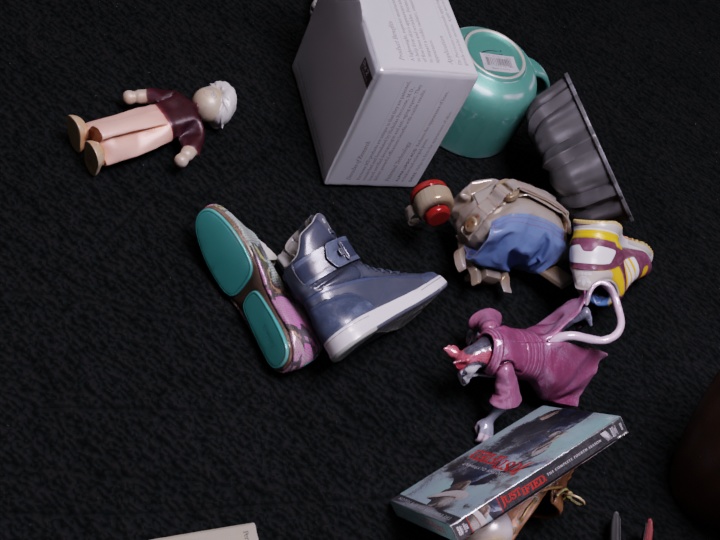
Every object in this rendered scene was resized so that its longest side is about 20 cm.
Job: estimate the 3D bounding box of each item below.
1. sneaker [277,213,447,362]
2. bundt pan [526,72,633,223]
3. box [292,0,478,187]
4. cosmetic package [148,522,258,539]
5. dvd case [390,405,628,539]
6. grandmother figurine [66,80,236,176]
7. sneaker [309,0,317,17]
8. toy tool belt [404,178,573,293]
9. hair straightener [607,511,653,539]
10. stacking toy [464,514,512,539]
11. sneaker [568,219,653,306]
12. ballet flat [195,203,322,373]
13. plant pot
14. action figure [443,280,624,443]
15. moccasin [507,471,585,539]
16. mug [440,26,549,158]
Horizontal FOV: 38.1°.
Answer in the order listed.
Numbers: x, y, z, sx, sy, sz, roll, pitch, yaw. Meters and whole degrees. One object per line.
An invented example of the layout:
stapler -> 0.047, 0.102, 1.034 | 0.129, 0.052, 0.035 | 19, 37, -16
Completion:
sneaker -> 0.001, -0.001, 1.118 | 0.201, 0.077, 0.147 | -21, 71, -51
bundt pan -> 0.266, -0.139, 1.300 | 0.075, 0.202, 0.204 | -25, 59, 14
box -> 0.021, -0.239, 1.244 | 0.129, 0.201, 0.201 | 0, 56, -24
cosmetic package -> -0.176, 0.284, 0.864 | 0.197, 0.071, 0.106 | -5, 58, -25
dvd case -> 0.138, 0.188, 0.994 | 0.198, 0.146, 0.022 | -29, 97, -19
grandmother figurine -> -0.224, -0.168, 1.185 | 0.198, 0.061, 0.122 | -27, 78, -32
sneaker -> 0.029, -0.369, 1.426 | 0.197, 0.075, 0.117 | 10, 50, -14
toy tool belt -> 0.156, -0.037, 1.199 | 0.197, 0.125, 0.124 | 5, 52, -33
hair straightener -> 0.240, 0.332, 1.033 | 0.076, 0.041, 0.202 | 12, 55, 12
stacking toy -> 0.125, 0.296, 0.922 | 0.144, 0.147, 0.202 | 3, 47, -20
sneaker -> 0.293, 0.002, 1.241 | 0.199, 0.074, 0.092 | 21, 77, -55
ballet flat -> -0.104, 0.016, 1.101 | 0.071, 0.069, 0.201 | -12, 64, -50
plant pot -> 0.417, 0.187, 1.095 | 0.184, 0.201, 0.189 | 11, 52, -15
action figure -> 0.178, 0.094, 1.109 | 0.198, 0.149, 0.136 | 3, 59, -37
moccasin -> 0.179, 0.224, 1.052 | 0.200, 0.074, 0.078 | -32, 74, -36
mug -> 0.161, -0.250, 1.365 | 0.151, 0.115, 0.185 | 37, 51, 7
